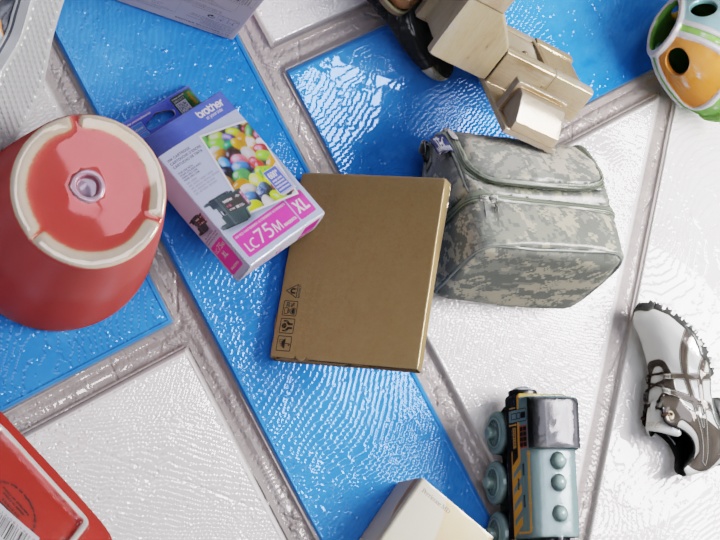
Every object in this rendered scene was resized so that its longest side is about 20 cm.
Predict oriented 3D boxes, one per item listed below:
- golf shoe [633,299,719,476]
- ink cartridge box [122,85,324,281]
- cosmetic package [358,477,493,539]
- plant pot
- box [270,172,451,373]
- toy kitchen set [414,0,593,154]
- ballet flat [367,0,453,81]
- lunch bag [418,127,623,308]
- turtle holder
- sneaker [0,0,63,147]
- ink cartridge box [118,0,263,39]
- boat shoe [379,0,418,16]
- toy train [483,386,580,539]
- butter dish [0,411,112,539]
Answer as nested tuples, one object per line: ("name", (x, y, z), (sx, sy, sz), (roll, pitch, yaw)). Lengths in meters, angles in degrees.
("golf shoe", (0.344, 0.131, 1.668), (0.094, 0.078, 0.201), (-29, 89, -23))
("ink cartridge box", (-0.142, -0.098, 1.521), (0.200, 0.042, 0.119), (48, 50, 6))
("cosmetic package", (0.033, 0.317, 1.515), (0.105, 0.071, 0.200), (39, 69, -9))
("plant pot", (-0.269, -0.055, 1.419), (0.199, 0.177, 0.202), (4, 77, -20))
("box", (0.000, 0.000, 1.542), (0.162, 0.021, 0.201), (4, 74, 21))
("toy kitchen set", (0.198, -0.249, 1.585), (0.199, 0.181, 0.164), (21, 34, -30))
("ballet flat", (0.035, -0.290, 1.660), (0.200, 0.057, 0.066), (53, 40, -9))
("lunch bag", (0.163, -0.063, 1.613), (0.199, 0.139, 0.169), (3, 60, -22))
("turtle holder", (0.406, -0.267, 1.738), (0.131, 0.141, 0.187), (26, 73, -13))
("sneaker", (-0.350, -0.221, 1.479), (0.079, 0.078, 0.201), (16, 85, 20))
("ink cartridge box", (-0.152, -0.314, 1.503), (0.136, 0.200, 0.077), (17, 74, -17))
("boat shoe", (0.066, -0.361, 1.633), (0.072, 0.068, 0.201), (37, 50, -28))
("toy train", (0.181, 0.217, 1.568), (0.085, 0.114, 0.202), (4, 77, -19))
("butter dish", (-0.352, 0.247, 1.353), (0.200, 0.148, 0.200), (49, 24, -6))
